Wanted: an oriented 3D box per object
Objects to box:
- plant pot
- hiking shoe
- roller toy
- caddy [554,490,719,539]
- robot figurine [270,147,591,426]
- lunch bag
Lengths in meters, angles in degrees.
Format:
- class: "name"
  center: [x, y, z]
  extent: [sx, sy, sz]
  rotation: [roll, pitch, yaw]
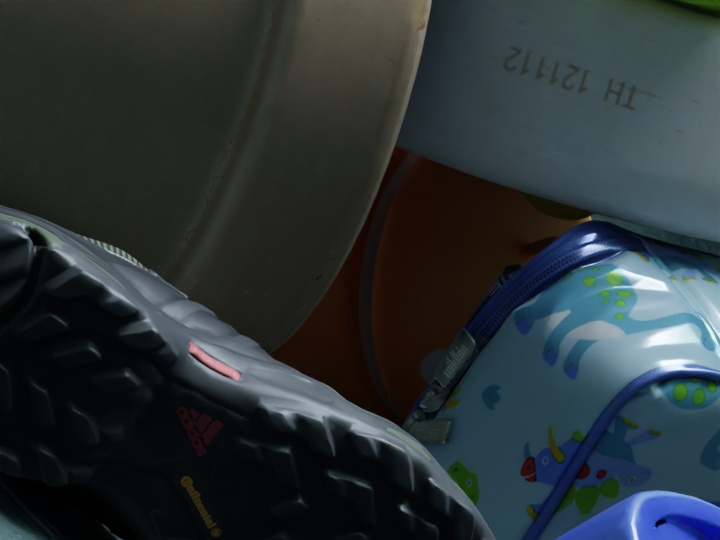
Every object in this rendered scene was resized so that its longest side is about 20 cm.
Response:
- class: "plant pot"
  center: [-0.092, -0.087, 0.887]
  extent: [0.174, 0.201, 0.200]
  rotation: [14, 14, -21]
- class: "hiking shoe"
  center: [-0.040, 0.040, 0.755]
  extent: [0.200, 0.076, 0.101]
  rotation: [41, 7, -24]
- class: "roller toy"
  center: [0.083, -0.084, 0.942]
  extent: [0.199, 0.140, 0.182]
  rotation: [6, 14, -46]
- class: "caddy"
  center: [0.057, 0.133, 0.486]
  extent: [0.200, 0.105, 0.142]
  rotation: [42, 25, -25]
- class: "robot figurine"
  center: [-0.001, -0.001, 1.059]
  extent: [0.199, 0.145, 0.116]
  rotation: [7, 19, 33]
- class: "lunch bag"
  center: [0.095, 0.075, 0.929]
  extent: [0.199, 0.161, 0.083]
  rotation: [9, 32, -41]
